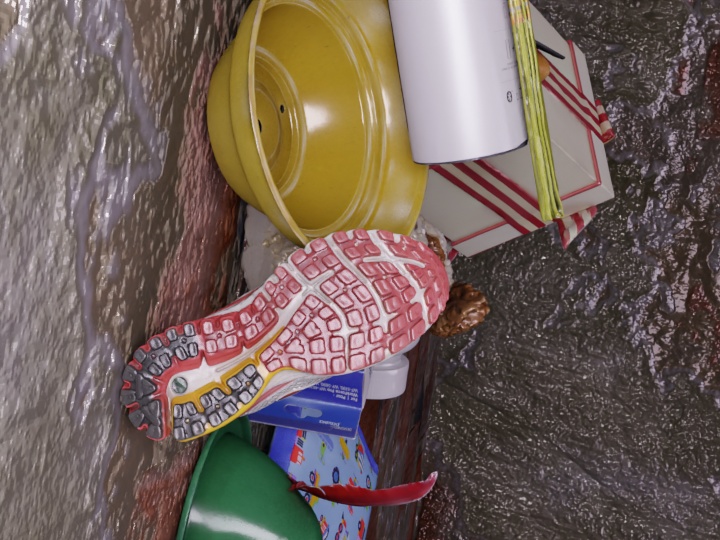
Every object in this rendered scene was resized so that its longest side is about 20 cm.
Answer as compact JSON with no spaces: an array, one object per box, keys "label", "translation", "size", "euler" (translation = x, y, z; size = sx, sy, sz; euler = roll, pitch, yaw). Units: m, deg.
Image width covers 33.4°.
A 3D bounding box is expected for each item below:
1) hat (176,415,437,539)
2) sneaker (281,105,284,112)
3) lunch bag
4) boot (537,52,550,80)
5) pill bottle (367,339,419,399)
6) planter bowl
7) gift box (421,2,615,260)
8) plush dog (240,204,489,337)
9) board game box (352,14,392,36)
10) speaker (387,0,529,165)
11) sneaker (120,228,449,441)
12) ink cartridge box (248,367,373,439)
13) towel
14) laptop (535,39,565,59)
[{"label":"hat","translation":[-0.032,0.200,0.882],"size":[0.200,0.173,0.168],"euler":[6,93,-81]},{"label":"sneaker","translation":[-0.008,-0.161,0.983],"size":[0.201,0.086,0.076],"euler":[-68,166,-50]},{"label":"lunch bag","translation":[-0.046,0.179,1.078],"size":[0.202,0.093,0.152],"euler":[83,15,-44]},{"label":"boot","translation":[0.098,-0.161,0.912],"size":[0.142,0.200,0.072],"euler":[1,105,-36]},{"label":"pill bottle","translation":[0.014,0.020,1.220],"size":[0.110,0.108,0.203],"euler":[-47,144,-74]},{"label":"planter bowl","translation":[-0.039,-0.096,0.763],"size":[0.199,0.083,0.204],"euler":[12,76,-55]},{"label":"gift box","translation":[0.118,-0.117,1.106],"size":[0.186,0.183,0.203],"euler":[28,52,-48]},{"label":"plush dog","translation":[0.000,0.000,0.902],"size":[0.170,0.201,0.161],"euler":[-5,139,-40]},{"label":"board game box","translation":[0.004,-0.263,0.806],"size":[0.034,0.132,0.203],"euler":[-68,166,-75]},{"label":"speaker","translation":[0.056,-0.174,0.762],"size":[0.081,0.080,0.203],"euler":[-53,135,-71]},{"label":"sneaker","translation":[-0.043,0.034,0.705],"size":[0.082,0.198,0.079],"euler":[65,3,-86]},{"label":"ink cartridge box","translation":[-0.029,0.037,0.999],"size":[0.039,0.098,0.202],"euler":[85,15,-55]},{"label":"towel","translation":[0.111,-0.139,0.771],"size":[0.086,0.018,0.203],"euler":[-59,141,-68]},{"label":"laptop","translation":[0.069,-0.274,0.959],"size":[0.176,0.102,0.203],"euler":[16,68,-45]}]
